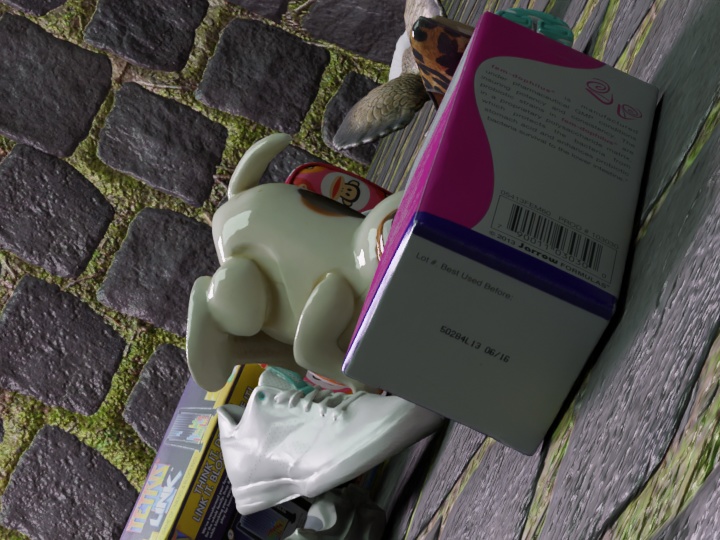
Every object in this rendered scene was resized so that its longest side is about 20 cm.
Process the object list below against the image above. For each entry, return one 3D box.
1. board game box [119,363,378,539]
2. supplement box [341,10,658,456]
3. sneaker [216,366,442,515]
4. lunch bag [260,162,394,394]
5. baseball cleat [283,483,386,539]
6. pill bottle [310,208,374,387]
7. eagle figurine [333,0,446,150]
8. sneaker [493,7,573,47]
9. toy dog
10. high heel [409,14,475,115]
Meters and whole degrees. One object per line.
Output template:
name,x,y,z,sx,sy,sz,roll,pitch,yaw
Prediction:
board game box,-0.086,0.186,1.680,0.057,0.165,0.201,1,61,48
supplement box,0.072,-0.023,1.106,0.200,0.101,0.104,-69,4,-52
sneaker,-0.032,0.100,1.506,0.075,0.089,0.199,-21,-1,-45
lunch bag,-0.033,0.008,1.959,0.082,0.175,0.201,119,174,-55
baseball cleat,-0.023,0.206,1.461,0.200,0.069,0.107,-41,-30,-74
pill bottle,0.007,0.021,1.772,0.200,0.114,0.115,123,170,-75
eagle figurine,0.058,-0.169,1.958,0.200,0.150,0.153,12,-117,-56
sneaker,0.101,-0.089,1.549,0.200,0.077,0.092,-64,-15,-46
toy dog,0.000,0.000,1.586,0.139,0.199,0.195,17,-109,-56
high heel,0.057,-0.049,1.243,0.200,0.071,0.143,33,-96,-54
